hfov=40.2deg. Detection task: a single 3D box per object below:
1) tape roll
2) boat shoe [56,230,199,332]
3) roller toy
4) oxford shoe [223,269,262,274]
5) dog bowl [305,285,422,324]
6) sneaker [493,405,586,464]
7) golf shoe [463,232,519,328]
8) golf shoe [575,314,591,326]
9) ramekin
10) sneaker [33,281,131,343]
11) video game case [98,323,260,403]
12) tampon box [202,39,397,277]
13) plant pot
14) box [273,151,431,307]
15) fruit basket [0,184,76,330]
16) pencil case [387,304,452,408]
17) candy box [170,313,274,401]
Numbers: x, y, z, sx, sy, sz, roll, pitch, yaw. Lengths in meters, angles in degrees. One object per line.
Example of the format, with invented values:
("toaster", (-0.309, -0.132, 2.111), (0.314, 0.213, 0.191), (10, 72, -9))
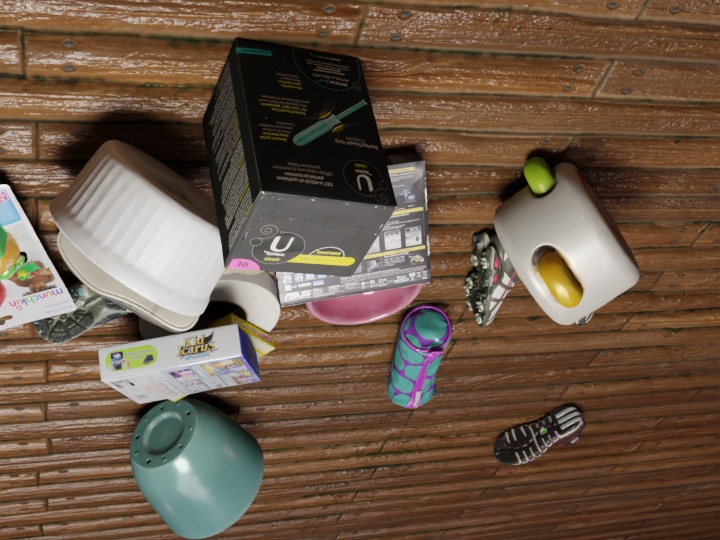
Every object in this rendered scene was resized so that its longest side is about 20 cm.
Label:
("tape roll", (-0.211, 0.056, 1.377), (0.199, 0.038, 0.204), (-10, 148, -6))
("boat shoe", (-0.288, 0.014, 1.215), (0.198, 0.068, 0.057), (35, 164, -12))
("roller toy", (0.263, -0.029, 1.276), (0.139, 0.202, 0.182), (-34, 147, 17))
("oxford shoe", (-0.169, -0.016, 1.254), (0.196, 0.072, 0.074), (-6, 150, -12))
("dog bowl", (0.000, 0.000, 1.339), (0.196, 0.075, 0.201), (-10, 148, -6))
("sneaker", (0.378, 0.351, 2.018), (0.198, 0.077, 0.115), (-28, 148, 20))
("golf shoe", (0.203, 0.017, 1.443), (0.086, 0.078, 0.201), (-15, 149, -12))
("golf shoe", (0.345, 0.017, 1.484), (0.087, 0.078, 0.201), (-24, 148, 1))
("ramekin", (-0.224, -0.051, 1.061), (0.098, 0.200, 0.200), (-53, 138, 5))
("sneaker", (-0.325, 0.028, 1.275), (0.197, 0.079, 0.086), (-22, -176, -12))
("video game case", (-0.233, 0.126, 1.304), (0.177, 0.046, 0.200), (-9, 164, -2))
("tampon box", (-0.069, -0.113, 1.021), (0.147, 0.203, 0.127), (4, 144, -25))
("plant pot", (-0.278, 0.302, 1.589), (0.197, 0.203, 0.162), (-21, 134, 12))
("box", (-0.015, -0.051, 1.207), (0.196, 0.049, 0.164), (-9, 115, -8))
("fruit basket", (-0.450, 0.005, 1.130), (0.182, 0.094, 0.202), (-14, 128, 0))
("pencil case", (0.093, 0.142, 1.572), (0.083, 0.094, 0.201), (-7, 146, -10))
("candy box", (-0.231, 0.129, 1.422), (0.198, 0.027, 0.102), (-28, 142, 21))
